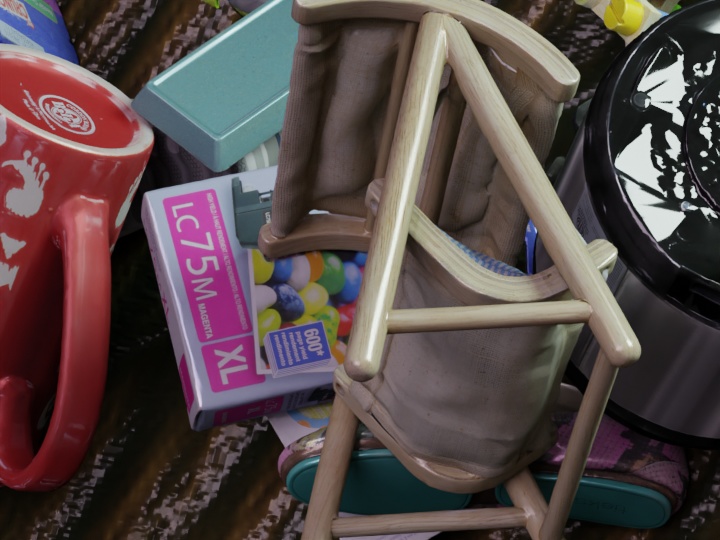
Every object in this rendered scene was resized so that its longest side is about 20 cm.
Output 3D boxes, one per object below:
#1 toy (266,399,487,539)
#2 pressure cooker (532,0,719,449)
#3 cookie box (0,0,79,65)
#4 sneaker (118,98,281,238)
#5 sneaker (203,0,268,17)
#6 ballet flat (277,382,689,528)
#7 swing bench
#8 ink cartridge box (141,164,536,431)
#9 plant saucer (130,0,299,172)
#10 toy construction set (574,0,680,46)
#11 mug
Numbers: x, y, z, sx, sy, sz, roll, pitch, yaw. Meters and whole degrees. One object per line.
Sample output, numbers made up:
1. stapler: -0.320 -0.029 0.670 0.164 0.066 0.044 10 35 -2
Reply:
1. toy: -0.002 0.046 1.409 0.115 0.047 0.200 -29 77 -11
2. pressure cooker: 0.169 -0.015 1.283 0.178 0.200 0.176 17 63 0
3. cookie box: -0.277 -0.103 1.520 0.200 0.171 0.075 -27 68 13
4. sneaker: -0.116 -0.060 1.500 0.200 0.082 0.075 3 114 37
5. sneaker: -0.015 -0.219 1.490 0.072 0.083 0.200 30 87 28
6. ballet flat: 0.060 0.084 1.346 0.199 0.069 0.071 3 56 -2
7. swing bench: 0.032 0.005 1.236 0.129 0.199 0.200 -2 58 -9
8. ink cartridge box: 0.000 0.000 1.380 0.200 0.042 0.120 -11 71 -14
9. plant saucer: -0.024 -0.124 1.443 0.200 0.019 0.070 -36 58 -28
10. toy construction set: 0.132 -0.194 1.420 0.131 0.092 0.200 -56 50 27
11. mug: -0.176 0.005 1.427 0.177 0.133 0.200 32 112 14
